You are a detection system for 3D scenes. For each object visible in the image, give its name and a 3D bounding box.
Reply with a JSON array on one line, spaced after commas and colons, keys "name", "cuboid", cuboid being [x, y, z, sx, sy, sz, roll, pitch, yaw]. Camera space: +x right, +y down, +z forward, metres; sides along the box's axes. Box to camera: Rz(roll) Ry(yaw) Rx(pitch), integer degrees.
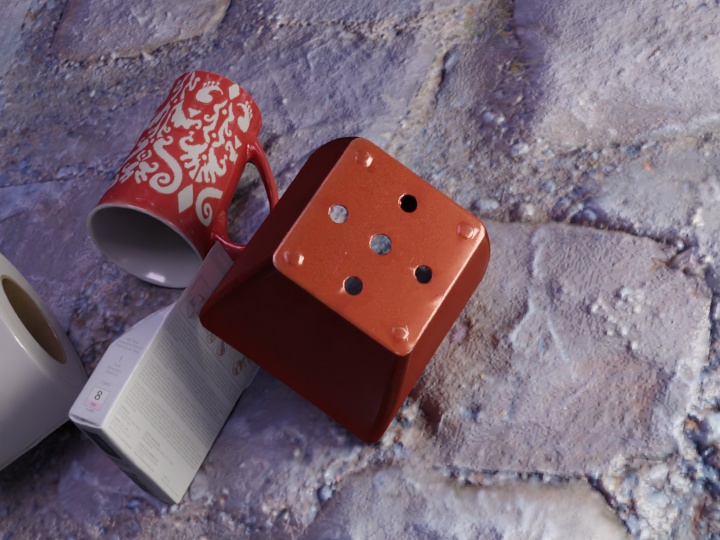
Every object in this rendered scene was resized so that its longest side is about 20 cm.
[{"name": "ink cartridge box", "cuboid": [-0.167, 0.093, 1.224, 0.056, 0.163, 0.202, 12, 62, 28]}, {"name": "tape roll", "cuboid": [-0.377, 0.088, 1.312, 0.138, 0.203, 0.203, -36, 47, -1]}, {"name": "mug", "cuboid": [-0.172, -0.090, 1.413, 0.133, 0.176, 0.202, -35, 28, 53]}, {"name": "plant pot", "cuboid": [0.000, 0.000, 1.136, 0.199, 0.176, 0.201, 35, 72, 0]}]
